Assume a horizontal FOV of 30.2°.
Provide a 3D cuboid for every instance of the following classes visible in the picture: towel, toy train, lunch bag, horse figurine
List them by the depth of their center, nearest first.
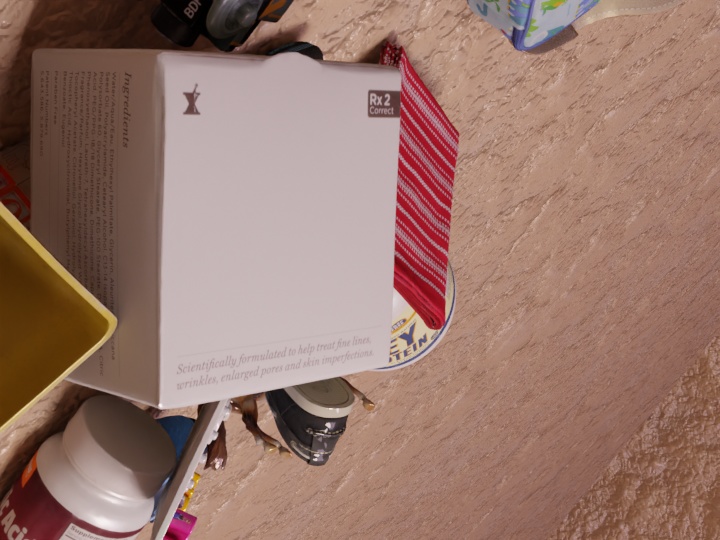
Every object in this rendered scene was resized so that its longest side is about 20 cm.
[{"bbox_3d":[-0.050,-0.219,0.822,0.200,0.085,0.114,-52,166,18],"label":"toy train"},{"bbox_3d":[0.170,-0.286,1.075,0.160,0.082,0.200,-37,157,-24],"label":"lunch bag"},{"bbox_3d":[0.045,-0.068,1.090,0.022,0.201,0.145,-8,148,26],"label":"towel"},{"bbox_3d":[-0.083,0.118,1.273,0.199,0.133,0.050,-20,143,-40],"label":"horse figurine"}]

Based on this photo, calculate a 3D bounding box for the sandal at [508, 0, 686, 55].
[{"bbox_3d":[0.222,-0.265,1.233,0.211,0.070,0.078,-25,116,-6],"label":"sandal"}]

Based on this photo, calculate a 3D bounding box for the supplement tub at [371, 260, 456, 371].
[{"bbox_3d":[0.000,0.000,1.188,0.145,0.145,0.200,-44,157,-1],"label":"supplement tub"}]

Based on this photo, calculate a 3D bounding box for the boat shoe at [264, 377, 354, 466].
[{"bbox_3d":[-0.066,0.102,1.206,0.071,0.200,0.068,-1,115,-23],"label":"boat shoe"}]

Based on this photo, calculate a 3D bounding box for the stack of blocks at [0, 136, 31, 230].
[{"bbox_3d":[-0.244,0.014,0.913,0.115,0.059,0.200,-34,155,-23],"label":"stack of blocks"}]

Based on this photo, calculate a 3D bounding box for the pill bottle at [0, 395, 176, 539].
[{"bbox_3d":[-0.253,0.214,1.166,0.200,0.114,0.114,-53,156,18],"label":"pill bottle"}]

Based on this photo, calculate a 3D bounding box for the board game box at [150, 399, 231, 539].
[{"bbox_3d":[-0.115,0.121,1.085,0.201,0.026,0.200,-64,-173,-1],"label":"board game box"}]

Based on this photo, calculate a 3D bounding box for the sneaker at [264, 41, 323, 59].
[{"bbox_3d":[-0.040,-0.079,1.025,0.082,0.073,0.201,-42,139,-30],"label":"sneaker"}]

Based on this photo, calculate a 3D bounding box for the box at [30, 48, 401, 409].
[{"bbox_3d":[-0.088,-0.034,0.831,0.198,0.130,0.202,-6,101,-46],"label":"box"}]

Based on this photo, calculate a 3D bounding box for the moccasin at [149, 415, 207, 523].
[{"bbox_3d":[-0.219,0.208,1.274,0.200,0.081,0.068,-36,145,13],"label":"moccasin"}]

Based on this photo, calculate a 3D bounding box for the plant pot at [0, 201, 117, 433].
[{"bbox_3d":[-0.280,0.003,0.682,0.200,0.176,0.200,-42,157,-7],"label":"plant pot"}]
